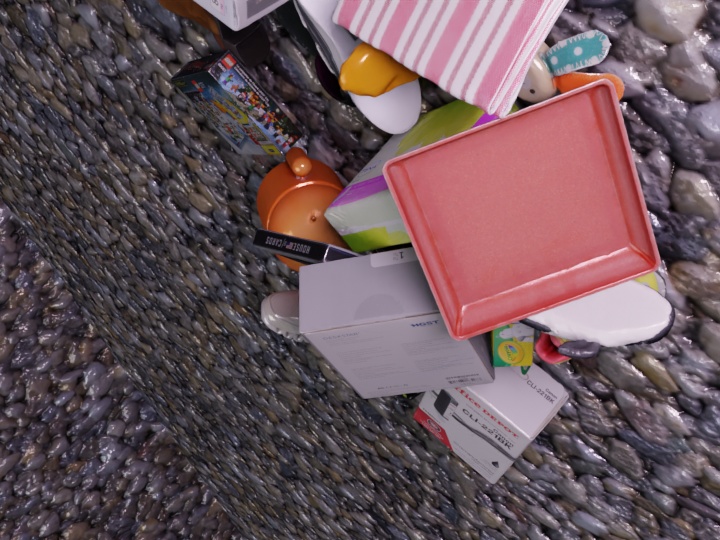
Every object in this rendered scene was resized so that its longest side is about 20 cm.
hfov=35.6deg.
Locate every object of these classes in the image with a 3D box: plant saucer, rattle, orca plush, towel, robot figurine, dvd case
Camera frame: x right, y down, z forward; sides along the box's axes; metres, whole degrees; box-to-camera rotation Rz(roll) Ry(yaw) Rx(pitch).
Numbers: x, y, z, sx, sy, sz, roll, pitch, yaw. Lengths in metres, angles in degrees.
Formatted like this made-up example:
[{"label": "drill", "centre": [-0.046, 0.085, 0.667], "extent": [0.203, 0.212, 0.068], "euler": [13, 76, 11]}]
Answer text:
[{"label": "plant saucer", "centre": [0.141, -0.053, 0.969], "extent": [0.037, 0.199, 0.200], "euler": [-100, -12, -56]}, {"label": "rattle", "centre": [0.102, -0.171, 0.956], "extent": [0.200, 0.143, 0.130], "euler": [43, 142, 27]}, {"label": "orca plush", "centre": [0.190, 0.048, 1.041], "extent": [0.199, 0.105, 0.071], "euler": [-8, 148, 16]}, {"label": "towel", "centre": [0.076, -0.231, 0.925], "extent": [0.200, 0.147, 0.030], "euler": [37, -166, 30]}, {"label": "robot figurine", "centre": [-0.064, -0.066, 1.382], "extent": [0.116, 0.144, 0.200], "euler": [23, -163, -21]}, {"label": "dvd case", "centre": [0.000, 0.000, 1.236], "extent": [0.200, 0.025, 0.150], "euler": [21, 176, -35]}]

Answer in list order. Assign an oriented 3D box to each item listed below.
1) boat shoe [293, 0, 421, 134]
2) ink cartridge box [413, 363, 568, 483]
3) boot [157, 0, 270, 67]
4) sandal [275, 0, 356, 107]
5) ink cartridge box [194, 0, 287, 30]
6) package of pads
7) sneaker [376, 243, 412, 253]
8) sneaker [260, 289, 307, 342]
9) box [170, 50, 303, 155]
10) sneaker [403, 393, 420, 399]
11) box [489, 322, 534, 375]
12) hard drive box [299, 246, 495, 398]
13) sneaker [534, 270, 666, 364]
[{"label": "boat shoe", "centre": [-0.009, -0.227, 1.143], "extent": [0.200, 0.072, 0.068], "euler": [53, 175, -8]}, {"label": "ink cartridge box", "centre": [0.161, 0.172, 1.425], "extent": [0.144, 0.084, 0.200], "euler": [39, 154, 11]}, {"label": "boot", "centre": [-0.197, -0.351, 1.318], "extent": [0.200, 0.068, 0.188], "euler": [40, 168, 34]}, {"label": "sandal", "centre": [-0.028, -0.221, 1.214], "extent": [0.200, 0.048, 0.075], "euler": [44, 156, 14]}, {"label": "ink cartridge box", "centre": [-0.127, -0.331, 1.079], "extent": [0.200, 0.162, 0.057], "euler": [38, 150, 25]}, {"label": "package of pads", "centre": [0.065, -0.098, 1.104], "extent": [0.068, 0.155, 0.200], "euler": [48, 158, -16]}, {"label": "sneaker", "centre": [0.051, -0.034, 1.314], "extent": [0.074, 0.085, 0.200], "euler": [33, 152, 34]}, {"label": "sneaker", "centre": [-0.023, 0.043, 1.382], "extent": [0.081, 0.199, 0.075], "euler": [114, 153, -50]}, {"label": "box", "centre": [-0.160, -0.208, 1.416], "extent": [0.137, 0.038, 0.200], "euler": [48, 168, -20]}, {"label": "sneaker", "centre": [0.079, 0.112, 1.488], "extent": [0.072, 0.083, 0.200], "euler": [35, 153, 28]}, {"label": "box", "centre": [0.156, 0.013, 1.169], "extent": [0.048, 0.118, 0.200], "euler": [-4, 141, 6]}, {"label": "hard drive box", "centre": [0.043, 0.059, 1.166], "extent": [0.155, 0.077, 0.200], "euler": [-9, 152, 15]}, {"label": "sneaker", "centre": [0.231, 0.043, 1.107], "extent": [0.078, 0.090, 0.200], "euler": [45, 155, 13]}]
